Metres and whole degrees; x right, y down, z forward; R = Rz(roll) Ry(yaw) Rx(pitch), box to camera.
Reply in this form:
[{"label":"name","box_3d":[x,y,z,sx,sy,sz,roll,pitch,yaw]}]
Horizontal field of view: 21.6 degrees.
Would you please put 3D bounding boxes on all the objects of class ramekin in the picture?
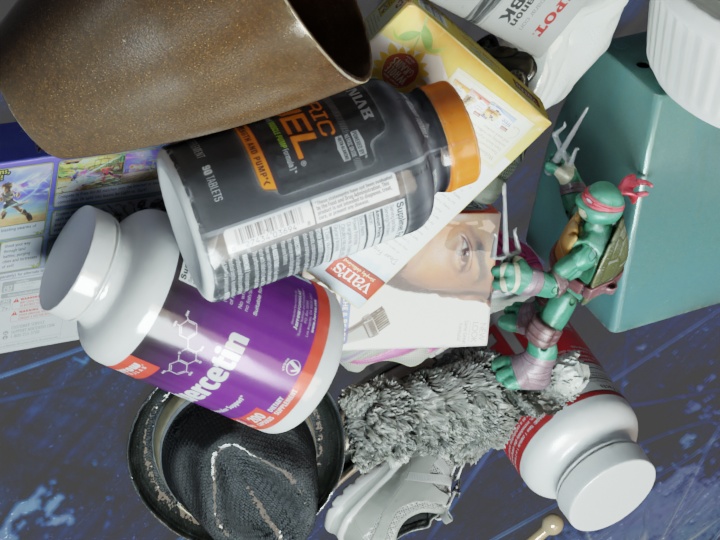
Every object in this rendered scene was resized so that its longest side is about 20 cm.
[{"label":"ramekin","box_3d":[0.304,-0.178,1.407,0.201,0.203,0.095,-12,134,-25]}]

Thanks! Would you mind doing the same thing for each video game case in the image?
[{"label":"video game case","box_3d":[-0.223,-0.025,1.324,0.199,0.046,0.182,-10,137,-28]}]

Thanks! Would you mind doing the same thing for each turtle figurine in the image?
[{"label":"turtle figurine","box_3d":[0.151,-0.012,1.427,0.150,0.100,0.201,-48,159,-49]}]

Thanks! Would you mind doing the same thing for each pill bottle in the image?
[{"label":"pill bottle","box_3d":[-0.117,0.030,1.309,0.199,0.113,0.113,25,116,-27]},{"label":"pill bottle","box_3d":[0.167,0.121,1.631,0.111,0.200,0.113,-19,140,-17]},{"label":"pill bottle","box_3d":[-0.024,-0.060,1.225,0.199,0.107,0.107,-20,140,-12]}]

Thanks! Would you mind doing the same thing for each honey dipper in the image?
[{"label":"honey dipper","box_3d":[0.130,0.318,1.948,0.200,0.038,0.038,-42,141,6]}]

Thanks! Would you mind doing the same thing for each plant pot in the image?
[{"label":"plant pot","box_3d":[0.235,-0.084,1.520,0.140,0.141,0.201,-15,130,-23]},{"label":"plant pot","box_3d":[-0.124,-0.156,1.172,0.199,0.188,0.187,-26,144,15]}]

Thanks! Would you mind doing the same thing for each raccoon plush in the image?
[{"label":"raccoon plush","box_3d":[0.072,0.100,1.545,0.133,0.097,0.200,-6,156,-41]}]

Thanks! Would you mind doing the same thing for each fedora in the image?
[{"label":"fedora","box_3d":[-0.091,0.165,1.538,0.199,0.092,0.202,-9,120,-15]}]

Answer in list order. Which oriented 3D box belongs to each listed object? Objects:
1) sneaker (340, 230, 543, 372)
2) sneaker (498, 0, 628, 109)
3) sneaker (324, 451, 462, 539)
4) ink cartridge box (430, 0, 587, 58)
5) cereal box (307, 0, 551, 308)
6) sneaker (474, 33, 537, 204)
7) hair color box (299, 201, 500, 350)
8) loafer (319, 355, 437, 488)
[{"label":"sneaker","box_3d":[0.054,0.026,1.556,0.198,0.082,0.089,-13,139,-12]},{"label":"sneaker","box_3d":[0.171,-0.202,1.411,0.088,0.075,0.200,-9,144,-45]},{"label":"sneaker","box_3d":[0.062,0.191,1.697,0.200,0.082,0.075,-40,162,-20]},{"label":"ink cartridge box","box_3d":[0.090,-0.249,1.279,0.199,0.084,0.145,19,117,-46]},{"label":"cereal box","box_3d":[0.013,-0.083,1.313,0.144,0.040,0.200,37,111,-28]},{"label":"sneaker","box_3d":[0.050,-0.137,1.362,0.199,0.076,0.115,27,109,-27]},{"label":"hair color box","box_3d":[0.000,0.000,1.435,0.198,0.064,0.112,-2,109,-19]},{"label":"loafer","box_3d":[-0.003,0.152,1.652,0.199,0.063,0.072,-37,141,4]}]
